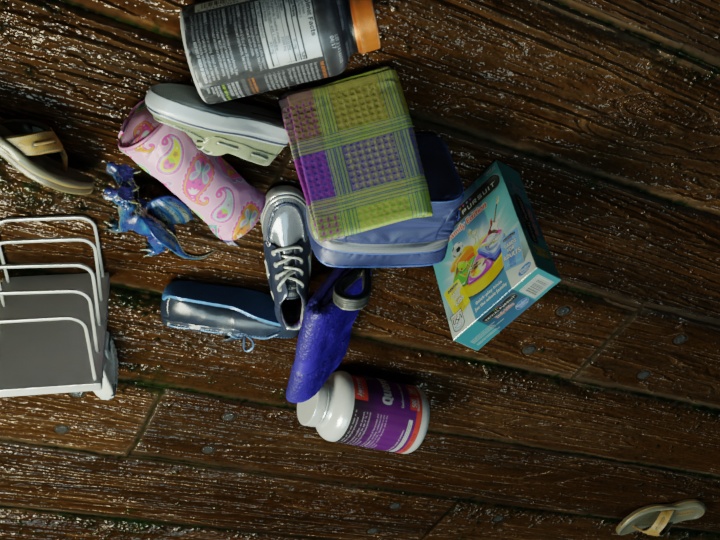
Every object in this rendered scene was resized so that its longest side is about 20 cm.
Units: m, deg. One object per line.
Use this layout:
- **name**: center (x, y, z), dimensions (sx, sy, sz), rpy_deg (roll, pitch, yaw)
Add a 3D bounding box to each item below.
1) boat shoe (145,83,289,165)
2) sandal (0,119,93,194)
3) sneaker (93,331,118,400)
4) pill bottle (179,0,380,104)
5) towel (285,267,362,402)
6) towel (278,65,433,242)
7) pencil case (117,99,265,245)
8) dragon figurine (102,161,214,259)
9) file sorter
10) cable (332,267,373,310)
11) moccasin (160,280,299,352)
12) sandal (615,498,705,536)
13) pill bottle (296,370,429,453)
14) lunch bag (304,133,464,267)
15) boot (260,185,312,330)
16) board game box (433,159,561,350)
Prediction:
- **boat shoe**: center (-0.157, -0.158, 1.045), dimensions (0.200, 0.072, 0.062), rpy_deg (8, 118, -45)
- **sandal**: center (-0.380, -0.148, 1.044), dimensions (0.200, 0.080, 0.054), rpy_deg (37, 95, -34)
- **sneaker**: center (-0.427, 0.117, 1.308), dimensions (0.129, 0.080, 0.200), rpy_deg (-7, 141, 3)
- **pill bottle**: center (-0.081, -0.248, 0.978), dimensions (0.199, 0.106, 0.106), rpy_deg (-12, 137, 1)
- **towel**: center (-0.043, 0.086, 1.312), dimensions (0.049, 0.148, 0.200), rpy_deg (25, 135, 11)
- **towel**: center (-0.005, -0.136, 1.055), dimensions (0.143, 0.201, 0.023), rpy_deg (-15, 160, -1)
- **pencil case**: center (-0.199, -0.116, 1.107), dimensions (0.087, 0.088, 0.200), rpy_deg (-27, 136, 16)
- **dragon figurine**: center (-0.249, -0.057, 1.145), dimensions (0.200, 0.059, 0.099), rpy_deg (38, 151, -31)
- **file sorter**: center (-0.392, 0.037, 1.146), dimensions (0.138, 0.200, 0.125), rpy_deg (-3, 132, -9)
- **cable**: center (0.000, 0.000, 1.188), dimensions (0.097, 0.200, 0.050), rpy_deg (9, 124, -12)
- **moccasin**: center (-0.183, 0.065, 1.311), dimensions (0.199, 0.081, 0.068), rpy_deg (15, 118, -9)
- **sandal**: center (0.652, 0.542, 1.996), dimensions (0.199, 0.054, 0.081), rpy_deg (-10, 137, -2)
- **pill bottle**: center (0.004, 0.225, 1.485), dimensions (0.199, 0.113, 0.113), rpy_deg (15, 131, -26)
- **lunch bag**: center (0.031, -0.082, 1.154), dimensions (0.199, 0.136, 0.133), rpy_deg (0, 136, -14)
- **boot**: center (-0.092, -0.013, 1.232), dimensions (0.072, 0.091, 0.200), rpy_deg (-7, 137, -4)
- **board game box**: center (0.163, -0.022, 1.197), dimensions (0.047, 0.200, 0.151), rpy_deg (24, 126, -32)
